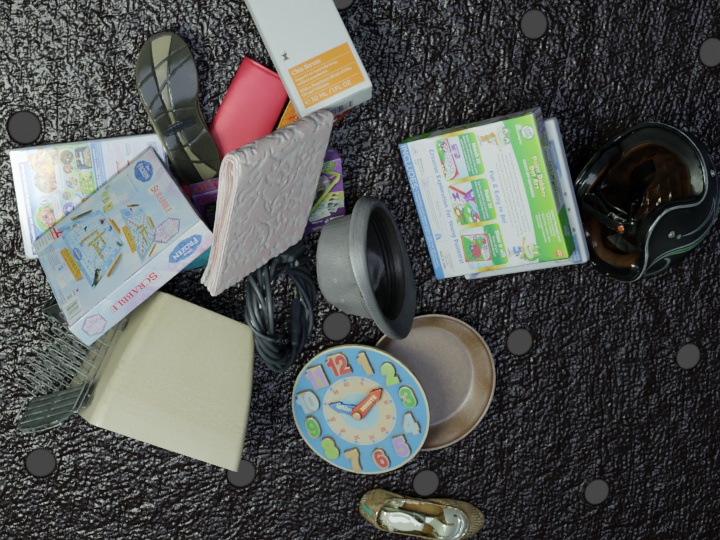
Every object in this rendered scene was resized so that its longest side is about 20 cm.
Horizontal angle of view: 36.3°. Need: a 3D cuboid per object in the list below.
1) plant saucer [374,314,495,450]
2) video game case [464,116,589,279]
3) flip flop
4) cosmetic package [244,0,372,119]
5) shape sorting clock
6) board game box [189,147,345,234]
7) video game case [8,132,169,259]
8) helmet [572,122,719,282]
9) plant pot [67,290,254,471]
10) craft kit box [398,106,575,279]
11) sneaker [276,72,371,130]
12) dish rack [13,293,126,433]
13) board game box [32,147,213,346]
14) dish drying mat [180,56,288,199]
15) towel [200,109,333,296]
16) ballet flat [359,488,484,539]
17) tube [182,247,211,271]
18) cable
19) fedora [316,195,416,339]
[{"bbox_3d":[0.095,0.157,1.576,0.198,0.037,0.203,-2,102,-11],"label":"plant saucer"},{"bbox_3d":[0.203,-0.094,1.501,0.181,0.022,0.202,-9,107,28],"label":"video game case"},{"bbox_3d":[-0.235,-0.205,1.417,0.080,0.058,0.202,-23,111,-10],"label":"flip flop"},{"bbox_3d":[-0.070,-0.295,1.392,0.101,0.071,0.202,-26,85,-2],"label":"cosmetic package"},{"bbox_3d":[-0.001,0.196,1.528,0.198,0.039,0.202,5,109,14],"label":"shape sorting clock"},{"bbox_3d":[-0.119,-0.087,1.451,0.198,0.032,0.121,-15,142,-10],"label":"board game box"},{"bbox_3d":[-0.346,-0.099,1.435,0.198,0.018,0.145,-8,104,-11],"label":"video game case"},{"bbox_3d":[0.396,-0.098,1.507,0.190,0.199,0.201,-37,108,-22],"label":"helmet"},{"bbox_3d":[-0.244,0.127,1.414,0.198,0.199,0.179,22,83,-24],"label":"plant pot"},{"bbox_3d":[0.170,-0.100,1.478,0.196,0.048,0.202,-8,107,30],"label":"craft kit box"},{"bbox_3d":[-0.073,-0.205,1.456,0.077,0.073,0.200,43,86,4],"label":"sneaker"},{"bbox_3d":[-0.368,0.106,1.369,0.054,0.153,0.201,41,49,-30],"label":"dish rack"},{"bbox_3d":[-0.294,-0.035,1.349,0.199,0.200,0.041,-39,133,-1],"label":"board game box"},{"bbox_3d":[-0.165,-0.176,1.458,0.076,0.018,0.201,26,96,-14],"label":"dish drying mat"},{"bbox_3d":[-0.113,-0.086,1.321,0.032,0.200,0.192,29,125,18],"label":"towel"},{"bbox_3d":[0.095,0.367,1.605,0.198,0.065,0.071,10,99,-14],"label":"ballet flat"},{"bbox_3d":[-0.226,-0.020,1.423,0.198,0.077,0.051,-10,89,9],"label":"tube"},{"bbox_3d":[-0.108,0.051,1.439,0.050,0.200,0.165,4,111,14],"label":"cable"},{"bbox_3d":[0.000,0.000,1.477,0.089,0.178,0.201,-8,135,22],"label":"fedora"}]
